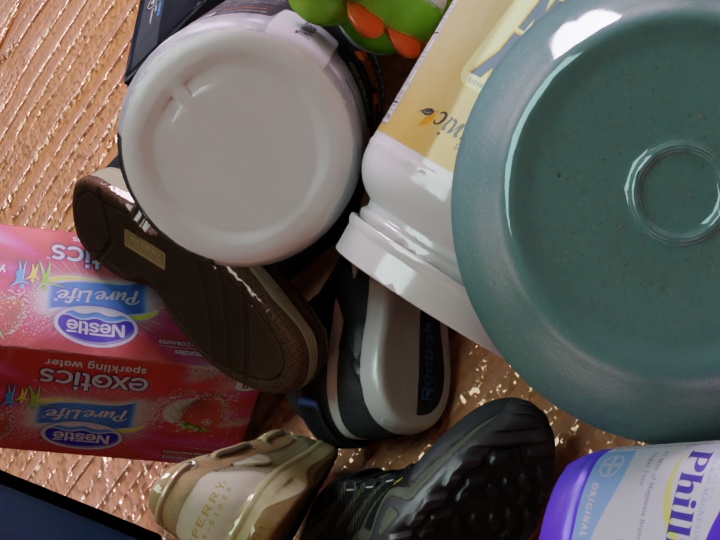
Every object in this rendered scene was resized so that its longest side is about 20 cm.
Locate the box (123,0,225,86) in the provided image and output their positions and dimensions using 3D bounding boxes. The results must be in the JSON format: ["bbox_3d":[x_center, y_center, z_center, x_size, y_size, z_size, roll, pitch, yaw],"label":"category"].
[{"bbox_3d":[-0.076,-0.215,1.032,0.159,0.046,0.202,-37,34,35],"label":"box"}]

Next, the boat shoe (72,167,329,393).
[{"bbox_3d":[-0.076,-0.008,0.905,0.202,0.074,0.075,38,132,33],"label":"boat shoe"}]

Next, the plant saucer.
[{"bbox_3d":[0.131,-0.030,0.659,0.197,0.036,0.203,-1,86,14],"label":"plant saucer"}]

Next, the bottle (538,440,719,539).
[{"bbox_3d":[0.155,0.106,0.615,0.199,0.065,0.084,-11,56,51],"label":"bottle"}]

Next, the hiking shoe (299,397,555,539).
[{"bbox_3d":[0.013,0.122,0.797,0.200,0.075,0.101,-50,37,20],"label":"hiking shoe"}]

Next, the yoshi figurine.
[{"bbox_3d":[0.034,-0.162,0.850,0.111,0.199,0.114,27,108,39],"label":"yoshi figurine"}]

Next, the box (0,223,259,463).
[{"bbox_3d":[-0.161,0.045,0.969,0.100,0.197,0.096,111,160,-45],"label":"box"}]

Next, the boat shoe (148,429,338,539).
[{"bbox_3d":[-0.058,0.113,0.821,0.074,0.063,0.201,-62,-5,5],"label":"boat shoe"}]

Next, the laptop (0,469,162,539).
[{"bbox_3d":[-0.160,0.195,0.893,0.199,0.176,0.104,18,82,58],"label":"laptop"}]

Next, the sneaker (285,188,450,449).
[{"bbox_3d":[0.000,0.000,0.908,0.111,0.073,0.202,-19,53,46],"label":"sneaker"}]

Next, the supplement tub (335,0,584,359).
[{"bbox_3d":[0.089,-0.065,0.765,0.201,0.144,0.144,-60,32,4],"label":"supplement tub"}]

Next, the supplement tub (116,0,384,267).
[{"bbox_3d":[-0.050,-0.084,0.864,0.123,0.122,0.200,-51,6,17],"label":"supplement tub"}]

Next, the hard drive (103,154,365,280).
[{"bbox_3d":[-0.077,-0.057,1.033,0.200,0.033,0.141,-39,72,31],"label":"hard drive"}]
